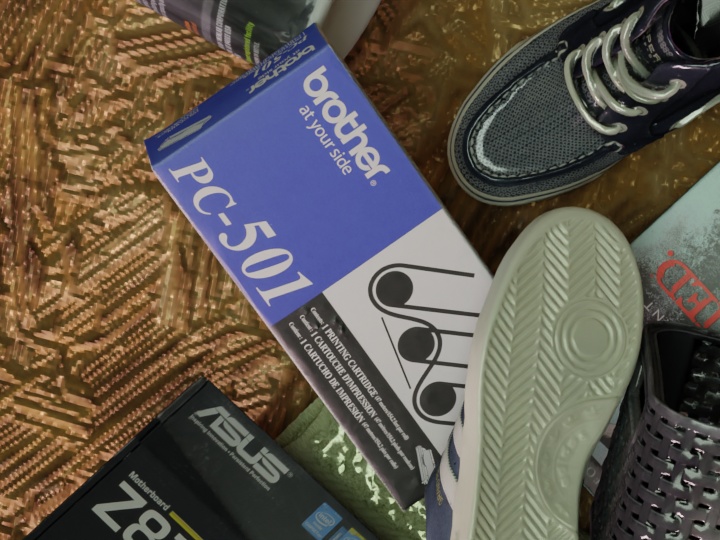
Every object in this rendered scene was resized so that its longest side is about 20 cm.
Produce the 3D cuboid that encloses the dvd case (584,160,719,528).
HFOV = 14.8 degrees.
[{"bbox_3d":[0.177,0.035,1.253,0.200,0.022,0.146,-43,84,15],"label":"dvd case"}]

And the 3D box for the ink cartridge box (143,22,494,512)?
[{"bbox_3d":[0.000,0.000,1.216,0.094,0.044,0.200,-35,110,3],"label":"ink cartridge box"}]

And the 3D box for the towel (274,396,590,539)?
[{"bbox_3d":[0.030,0.150,1.294,0.200,0.036,0.148,40,104,8],"label":"towel"}]

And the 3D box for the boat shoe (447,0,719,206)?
[{"bbox_3d":[0.118,-0.092,1.220,0.200,0.093,0.075,-34,86,14],"label":"boat shoe"}]

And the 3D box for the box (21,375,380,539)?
[{"bbox_3d":[-0.058,0.171,1.239,0.200,0.049,0.161,43,69,14],"label":"box"}]

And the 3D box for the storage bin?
[{"bbox_3d":[0.205,0.104,1.171,0.200,0.135,0.094,15,106,-1],"label":"storage bin"}]

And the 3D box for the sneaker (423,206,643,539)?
[{"bbox_3d":[0.065,0.071,1.195,0.075,0.085,0.200,18,80,-15],"label":"sneaker"}]

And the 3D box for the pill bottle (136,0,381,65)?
[{"bbox_3d":[-0.085,-0.172,1.258,0.200,0.106,0.106,29,101,10],"label":"pill bottle"}]
